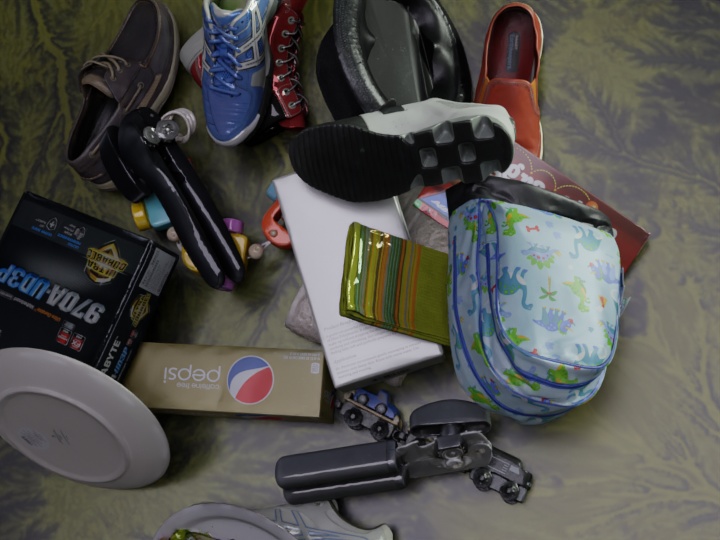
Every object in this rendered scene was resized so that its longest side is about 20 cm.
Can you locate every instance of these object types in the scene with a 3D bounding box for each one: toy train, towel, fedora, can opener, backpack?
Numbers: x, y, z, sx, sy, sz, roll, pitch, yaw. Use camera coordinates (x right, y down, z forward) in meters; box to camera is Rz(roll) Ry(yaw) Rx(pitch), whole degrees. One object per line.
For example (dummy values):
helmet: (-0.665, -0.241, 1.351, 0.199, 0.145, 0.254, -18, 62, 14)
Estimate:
toy train: (-0.130, -0.063, 1.411, 0.200, 0.056, 0.150, 33, 83, 13)
towel: (0.029, -0.003, 1.377, 0.132, 0.034, 0.201, 28, 85, 15)
toy train: (0.068, 0.157, 1.338, 0.199, 0.034, 0.046, 24, 80, 14)
fedora: (0.018, -0.192, 1.372, 0.091, 0.200, 0.201, -27, 72, 41)
can opener: (0.022, 0.164, 1.310, 0.199, 0.053, 0.067, -10, 48, 11)
can opener: (-0.170, -0.070, 1.367, 0.063, 0.079, 0.200, -29, 76, -40)
backpack: (0.148, 0.030, 1.230, 0.163, 0.154, 0.201, 19, 74, -19)
towel: (0.072, 0.022, 1.270, 0.199, 0.018, 0.086, 16, 67, -27)

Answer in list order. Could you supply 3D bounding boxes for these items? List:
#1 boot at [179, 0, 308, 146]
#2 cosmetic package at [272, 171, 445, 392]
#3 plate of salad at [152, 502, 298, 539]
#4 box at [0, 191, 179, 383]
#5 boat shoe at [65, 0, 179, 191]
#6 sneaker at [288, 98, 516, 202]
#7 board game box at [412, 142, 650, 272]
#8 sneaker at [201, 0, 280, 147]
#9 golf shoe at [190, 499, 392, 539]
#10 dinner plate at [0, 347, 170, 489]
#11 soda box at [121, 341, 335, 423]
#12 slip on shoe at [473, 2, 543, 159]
boot: (-0.066, -0.221, 1.411, 0.200, 0.072, 0.144, -43, 74, 17)
cosmetic package: (0.000, 0.000, 1.317, 0.107, 0.085, 0.201, -16, 81, 3)
plate of salad: (-0.110, 0.301, 1.289, 0.199, 0.048, 0.201, 10, 115, 22)
box: (-0.283, 0.024, 1.386, 0.200, 0.046, 0.159, 21, 83, 37)
boat shoe: (-0.238, -0.181, 1.431, 0.074, 0.073, 0.201, 8, 79, 35)
sneaker: (0.039, -0.111, 1.264, 0.199, 0.089, 0.074, -2, 117, 11)
board game box: (0.159, -0.048, 1.342, 0.200, 0.019, 0.103, 34, 92, 1)
sneaker: (-0.124, -0.217, 1.359, 0.075, 0.077, 0.201, 9, 98, 22)
golf shoe: (-0.064, 0.246, 1.338, 0.199, 0.078, 0.097, 21, 58, 14)
dinner plate: (-0.271, 0.146, 1.327, 0.199, 0.201, 0.024, 15, 49, 13)
soda box: (-0.126, 0.106, 1.366, 0.199, 0.068, 0.064, 2, 79, 11)
slip on shoe: (0.140, -0.162, 1.375, 0.074, 0.061, 0.201, 5, 81, 9)
